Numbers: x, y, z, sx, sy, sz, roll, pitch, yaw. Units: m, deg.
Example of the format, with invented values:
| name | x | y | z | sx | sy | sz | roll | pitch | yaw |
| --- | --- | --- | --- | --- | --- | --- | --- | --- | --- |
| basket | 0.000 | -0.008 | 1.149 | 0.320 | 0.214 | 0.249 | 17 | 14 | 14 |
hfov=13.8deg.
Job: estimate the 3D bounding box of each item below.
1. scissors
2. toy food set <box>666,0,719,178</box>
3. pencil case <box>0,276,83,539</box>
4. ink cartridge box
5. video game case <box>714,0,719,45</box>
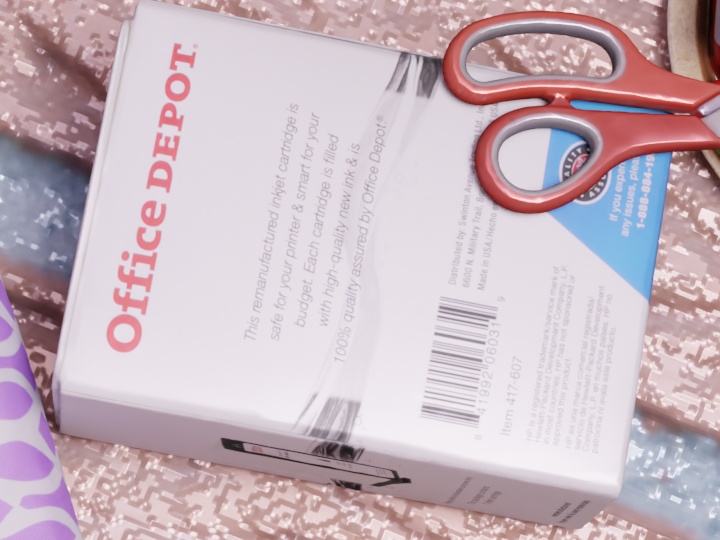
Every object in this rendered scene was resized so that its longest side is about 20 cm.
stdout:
| name | x | y | z | sx | sy | sz | roll | pitch | yaw |
| --- | --- | --- | --- | --- | --- | --- | --- | --- | --- |
| scissors | 0.129 | -0.059 | 1.046 | 0.200 | 0.014 | 0.073 | -4 | 73 | -8 |
| toy food set | 0.216 | -0.092 | 1.127 | 0.198 | 0.049 | 0.200 | 25 | 75 | 0 |
| pencil case | -0.157 | 0.042 | 1.045 | 0.085 | 0.084 | 0.200 | -20 | 77 | 14 |
| ink cartridge box | 0.000 | 0.000 | 1.064 | 0.200 | 0.084 | 0.146 | 11 | 75 | -3 |
| video game case | 0.227 | -0.162 | 1.109 | 0.182 | 0.022 | 0.200 | 10 | 72 | -8 |
